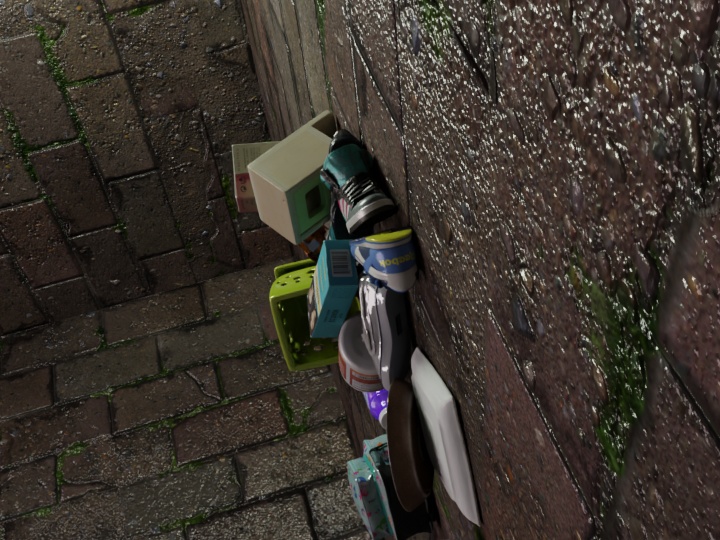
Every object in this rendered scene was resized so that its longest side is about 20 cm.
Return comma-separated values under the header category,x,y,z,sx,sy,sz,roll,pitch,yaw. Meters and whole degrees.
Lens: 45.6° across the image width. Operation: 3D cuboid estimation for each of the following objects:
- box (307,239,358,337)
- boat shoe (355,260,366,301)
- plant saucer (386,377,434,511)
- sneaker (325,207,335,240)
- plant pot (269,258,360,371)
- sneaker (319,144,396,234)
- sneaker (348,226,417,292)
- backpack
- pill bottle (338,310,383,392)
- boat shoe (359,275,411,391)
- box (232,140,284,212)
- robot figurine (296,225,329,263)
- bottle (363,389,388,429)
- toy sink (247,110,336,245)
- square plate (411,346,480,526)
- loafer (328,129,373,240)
category,x,y,z,sx,sy,sz,roll,pitch,yaw
box,-0.048,0.033,1.390,0.200,0.049,0.083,112,154,-60
boat shoe,0.002,-0.001,1.426,0.066,0.074,0.199,55,179,10
plant saucer,0.081,0.263,1.309,0.200,0.034,0.202,-8,-90,-74
sneaker,-0.028,-0.046,1.499,0.201,0.077,0.080,84,-170,-56
plant pot,-0.091,0.079,1.906,0.182,0.198,0.201,-106,3,-61
sneaker,-0.004,-0.121,1.225,0.200,0.083,0.122,175,71,-84
sneaker,0.032,-0.013,1.179,0.200,0.073,0.083,-156,49,-83
backpack,0.055,0.415,1.663,0.200,0.149,0.179,-111,7,-74
pill bottle,0.017,0.147,1.487,0.200,0.111,0.113,94,160,-70
boat shoe,0.035,0.096,1.334,0.065,0.073,0.202,13,119,31
box,-0.148,-0.184,1.676,0.128,0.198,0.110,119,146,-80
robot figurine,-0.065,-0.043,1.679,0.200,0.058,0.145,38,-165,-33
bottle,0.039,0.244,1.713,0.200,0.065,0.084,-117,15,-61
toy sink,-0.081,-0.165,1.512,0.112,0.200,0.131,34,150,31
square plate,0.115,0.235,1.227,0.198,0.028,0.202,-127,23,-71
loafer,-0.015,-0.127,1.365,0.072,0.072,0.202,-100,8,-60
